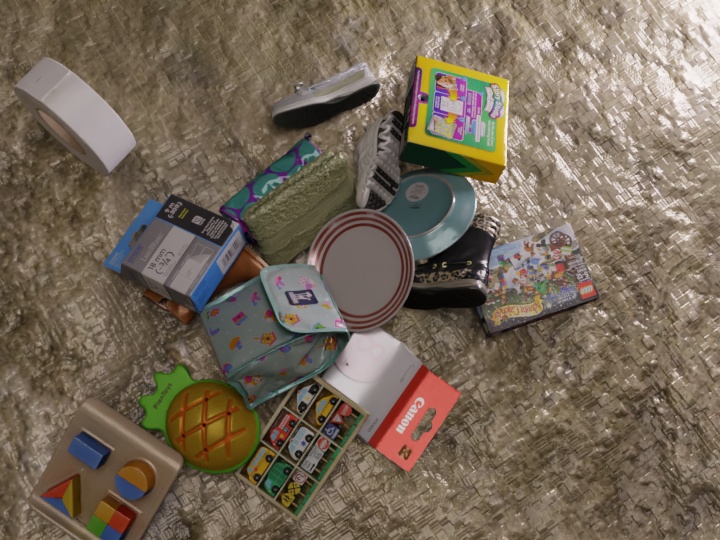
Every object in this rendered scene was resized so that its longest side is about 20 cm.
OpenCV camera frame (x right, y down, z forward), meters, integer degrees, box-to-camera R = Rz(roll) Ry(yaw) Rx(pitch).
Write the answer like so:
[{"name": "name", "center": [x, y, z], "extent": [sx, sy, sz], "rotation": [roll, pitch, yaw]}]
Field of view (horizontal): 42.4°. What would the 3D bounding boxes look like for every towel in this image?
[{"name": "towel", "center": [-0.091, -0.099, 1.521], "extent": [0.200, 0.149, 0.036], "rotation": [-35, 50, -12]}]

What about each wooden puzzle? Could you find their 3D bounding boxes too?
[{"name": "wooden puzzle", "center": [-0.392, 0.323, 1.406], "extent": [0.185, 0.046, 0.200], "rotation": [32, 96, 7]}]

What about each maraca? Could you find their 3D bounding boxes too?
[{"name": "maraca", "center": [-0.248, 0.230, 1.437], "extent": [0.200, 0.107, 0.137], "rotation": [29, 79, 9]}]

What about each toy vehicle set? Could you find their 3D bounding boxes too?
[{"name": "toy vehicle set", "center": [-0.090, 0.270, 1.447], "extent": [0.124, 0.027, 0.200], "rotation": [33, 91, 8]}]

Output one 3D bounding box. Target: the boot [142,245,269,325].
[{"name": "boot", "center": [-0.243, 0.022, 1.509], "extent": [0.200, 0.077, 0.156], "rotation": [29, 73, 8]}]

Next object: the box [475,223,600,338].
[{"name": "box", "center": [0.282, 0.016, 1.557], "extent": [0.199, 0.038, 0.137], "rotation": [-18, 75, -7]}]

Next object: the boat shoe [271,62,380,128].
[{"name": "boat shoe", "center": [-0.066, -0.306, 1.617], "extent": [0.201, 0.074, 0.065], "rotation": [-23, 71, -13]}]

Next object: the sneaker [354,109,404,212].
[{"name": "sneaker", "center": [0.024, -0.178, 1.570], "extent": [0.081, 0.075, 0.200], "rotation": [-8, 52, 36]}]

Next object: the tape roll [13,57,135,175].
[{"name": "tape roll", "center": [-0.465, -0.250, 1.512], "extent": [0.202, 0.202, 0.071], "rotation": [39, 76, 8]}]

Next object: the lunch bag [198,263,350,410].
[{"name": "lunch bag", "center": [-0.128, 0.089, 1.435], "extent": [0.200, 0.122, 0.171], "rotation": [-30, 45, -1]}]

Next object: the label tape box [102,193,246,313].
[{"name": "label tape box", "center": [-0.305, -0.040, 1.476], "extent": [0.200, 0.063, 0.144], "rotation": [24, 68, 19]}]

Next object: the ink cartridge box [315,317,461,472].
[{"name": "ink cartridge box", "center": [0.040, 0.198, 1.491], "extent": [0.200, 0.057, 0.163], "rotation": [33, 75, 11]}]

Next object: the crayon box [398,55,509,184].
[{"name": "crayon box", "center": [0.162, -0.257, 1.580], "extent": [0.172, 0.058, 0.201], "rotation": [14, 57, -9]}]

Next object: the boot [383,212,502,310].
[{"name": "boot", "center": [0.130, -0.017, 1.523], "extent": [0.203, 0.074, 0.154], "rotation": [0, 56, 34]}]

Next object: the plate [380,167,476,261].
[{"name": "plate", "center": [0.093, -0.101, 1.537], "extent": [0.200, 0.026, 0.201], "rotation": [-14, 50, 17]}]

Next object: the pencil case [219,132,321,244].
[{"name": "pencil case", "center": [-0.137, -0.135, 1.553], "extent": [0.200, 0.092, 0.085], "rotation": [-42, 112, -11]}]

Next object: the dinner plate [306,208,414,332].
[{"name": "dinner plate", "center": [0.000, 0.000, 1.506], "extent": [0.200, 0.024, 0.201], "rotation": [-3, 84, 29]}]
